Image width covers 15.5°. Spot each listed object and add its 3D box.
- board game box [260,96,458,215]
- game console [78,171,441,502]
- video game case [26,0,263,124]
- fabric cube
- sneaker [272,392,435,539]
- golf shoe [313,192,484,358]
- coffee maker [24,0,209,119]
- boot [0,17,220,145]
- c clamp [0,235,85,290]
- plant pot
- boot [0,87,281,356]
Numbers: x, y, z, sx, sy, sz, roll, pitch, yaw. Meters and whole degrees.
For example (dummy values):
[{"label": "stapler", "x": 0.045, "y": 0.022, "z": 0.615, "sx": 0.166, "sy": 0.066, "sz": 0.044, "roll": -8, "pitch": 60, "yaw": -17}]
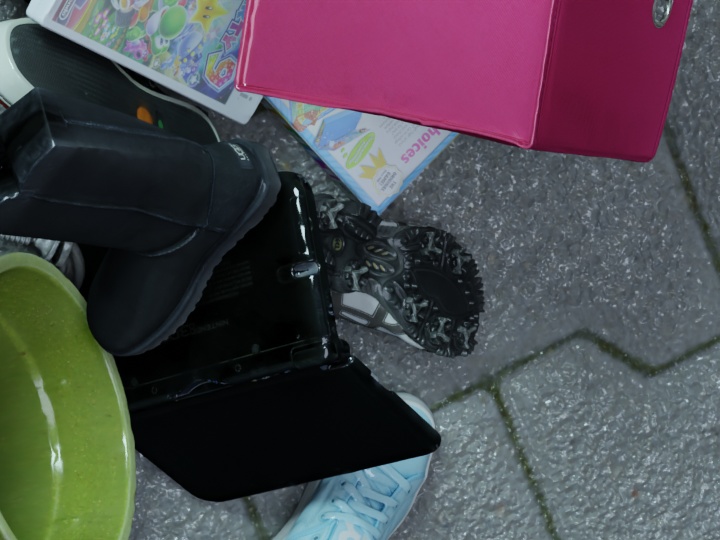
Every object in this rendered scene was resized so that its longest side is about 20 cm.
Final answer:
[{"label": "board game box", "x": 0.032, "y": -0.152, "z": 1.703, "sx": 0.200, "sy": 0.034, "sz": 0.134, "roll": -45, "pitch": 108, "yaw": -6}, {"label": "game console", "x": -0.070, "y": 0.046, "z": 1.645, "sx": 0.116, "sy": 0.199, "sz": 0.177, "roll": 2, "pitch": 75, "yaw": -55}, {"label": "video game case", "x": -0.094, "y": -0.177, "z": 1.547, "sx": 0.200, "sy": 0.018, "sz": 0.144, "roll": 24, "pitch": 98, "yaw": -54}, {"label": "fabric cube", "x": 0.071, "y": -0.178, "z": 1.546, "sx": 0.199, "sy": 0.199, "sz": 0.197, "roll": 14, "pitch": 96, "yaw": 25}, {"label": "sneaker", "x": -0.008, "y": 0.173, "z": 1.720, "sx": 0.074, "sy": 0.082, "sz": 0.200, "roll": 34, "pitch": 88, "yaw": -20}, {"label": "golf shoe", "x": 0.000, "y": 0.000, "z": 1.706, "sx": 0.200, "sy": 0.094, "sz": 0.078, "roll": 31, "pitch": 68, "yaw": -43}, {"label": "coffee maker", "x": -0.122, "y": -0.226, "z": 1.607, "sx": 0.200, "sy": 0.135, "sz": 0.192, "roll": -52, "pitch": 142, "yaw": -2}, {"label": "boot", "x": -0.195, "y": -0.075, "z": 1.571, "sx": 0.200, "sy": 0.144, "sz": 0.073, "roll": 32, "pitch": 46, "yaw": -51}, {"label": "c clamp", "x": -0.250, "y": -0.021, "z": 1.579, "sx": 0.199, "sy": 0.171, "sz": 0.027, "roll": 17, "pitch": 58, "yaw": -25}, {"label": "plant pot", "x": -0.262, "y": 0.107, "z": 1.567, "sx": 0.189, "sy": 0.200, "sz": 0.201, "roll": -13, "pitch": 106, "yaw": 22}, {"label": "boot", "x": -0.159, "y": -0.022, "z": 1.499, "sx": 0.165, "sy": 0.066, "sz": 0.200, "roll": -52, "pitch": 152, "yaw": 21}]
